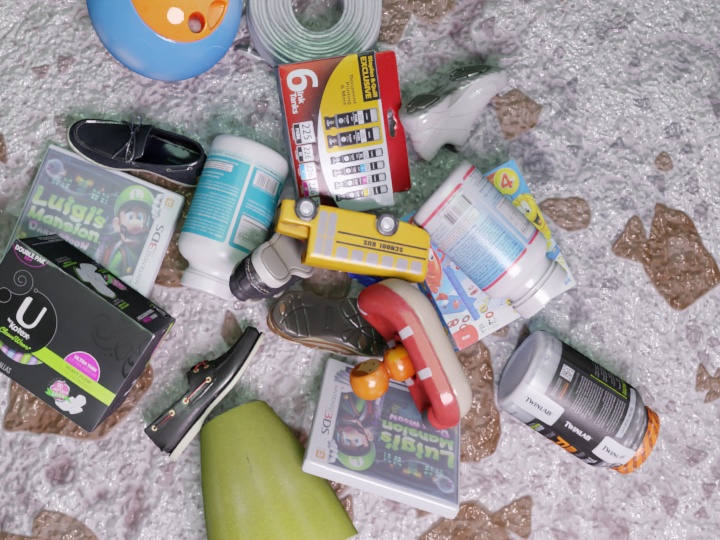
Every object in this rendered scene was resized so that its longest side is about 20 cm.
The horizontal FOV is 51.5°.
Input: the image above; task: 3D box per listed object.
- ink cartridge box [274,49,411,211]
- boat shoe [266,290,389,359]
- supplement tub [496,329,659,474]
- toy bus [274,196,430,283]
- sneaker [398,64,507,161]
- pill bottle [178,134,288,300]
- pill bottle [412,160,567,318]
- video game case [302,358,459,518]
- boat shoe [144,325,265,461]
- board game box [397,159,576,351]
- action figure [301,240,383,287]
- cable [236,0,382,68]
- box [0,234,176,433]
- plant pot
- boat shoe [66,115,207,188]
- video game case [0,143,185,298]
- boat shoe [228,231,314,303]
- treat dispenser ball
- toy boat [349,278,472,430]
[{"bbox_3d":[-0.015,-0.186,1.006,0.171,0.084,0.205,-11,106,-8],"label":"ink cartridge box"},{"bbox_3d":[-0.036,0.076,1.014,0.196,0.074,0.077,18,66,-24],"label":"boat shoe"},{"bbox_3d":[0.295,0.182,1.014,0.198,0.123,0.124,32,82,-1],"label":"supplement tub"},{"bbox_3d":[-0.012,-0.039,0.955,0.195,0.065,0.080,10,86,-12],"label":"toy bus"},{"bbox_3d":[0.138,-0.225,1.072,0.198,0.077,0.101,-34,126,-23],"label":"sneaker"},{"bbox_3d":[-0.174,-0.068,0.993,0.108,0.111,0.204,19,82,-4],"label":"pill bottle"},{"bbox_3d":[0.170,-0.037,0.972,0.200,0.109,0.109,44,81,0],"label":"pill bottle"},{"bbox_3d":[0.035,0.209,0.962,0.196,0.183,0.024,19,126,-5],"label":"video game case"},{"bbox_3d":[-0.203,0.151,0.985,0.063,0.074,0.202,40,83,-3],"label":"boat shoe"},{"bbox_3d":[0.172,-0.021,1.054,0.197,0.056,0.199,-27,88,-8],"label":"board game box"},{"bbox_3d":[0.000,0.000,1.030,0.197,0.066,0.052,31,104,-4],"label":"action figure"},{"bbox_3d":[-0.064,-0.369,1.057,0.196,0.069,0.204,24,82,-3],"label":"cable"},{"bbox_3d":[-0.361,0.074,0.936,0.198,0.124,0.150,35,94,-4],"label":"box"},{"bbox_3d":[-0.124,0.276,0.941,0.184,0.188,0.203,-23,73,-8],"label":"plant pot"},{"bbox_3d":[-0.296,-0.168,1.006,0.196,0.062,0.076,16,65,-6],"label":"boat shoe"},{"bbox_3d":[-0.362,-0.050,1.014,0.196,0.023,0.186,21,82,-4],"label":"video game case"},{"bbox_3d":[-0.111,-0.002,0.961,0.060,0.200,0.075,-32,95,15],"label":"boat shoe"},{"bbox_3d":[-0.252,-0.351,0.967,0.196,0.201,0.206,1,84,-6],"label":"treat dispenser ball"},{"bbox_3d":[0.045,0.116,0.937,0.128,0.131,0.203,-24,80,-12],"label":"toy boat"}]
